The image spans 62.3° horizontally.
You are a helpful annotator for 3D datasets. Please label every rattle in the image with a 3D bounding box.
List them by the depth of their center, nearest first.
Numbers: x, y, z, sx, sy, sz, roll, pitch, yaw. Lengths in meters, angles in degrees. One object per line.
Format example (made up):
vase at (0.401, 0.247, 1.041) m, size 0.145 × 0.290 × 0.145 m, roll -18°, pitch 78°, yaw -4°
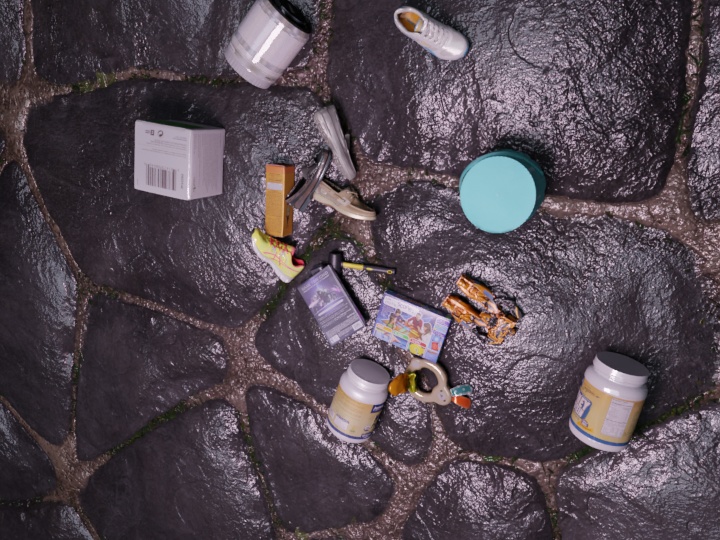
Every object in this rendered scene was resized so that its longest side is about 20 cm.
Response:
rattle at (0.196, 0.325, 1.608) m, size 0.199 × 0.143 × 0.131 m, roll 35°, pitch 97°, yaw 17°

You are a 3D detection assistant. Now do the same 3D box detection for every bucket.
bucket at (0.335, -0.188, 1.424) m, size 0.205 × 0.135 × 0.210 m, roll 5°, pitch 104°, yaw 20°

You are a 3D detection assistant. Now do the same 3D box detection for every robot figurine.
robot figurine at (0.317, 0.109, 1.545) m, size 0.199 × 0.058 × 0.146 m, roll 37°, pitch 114°, yaw 11°

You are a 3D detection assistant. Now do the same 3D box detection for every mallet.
mallet at (0.000, 0.000, 1.666) m, size 0.198 × 0.041 × 0.067 m, roll 16°, pitch 109°, yaw 14°

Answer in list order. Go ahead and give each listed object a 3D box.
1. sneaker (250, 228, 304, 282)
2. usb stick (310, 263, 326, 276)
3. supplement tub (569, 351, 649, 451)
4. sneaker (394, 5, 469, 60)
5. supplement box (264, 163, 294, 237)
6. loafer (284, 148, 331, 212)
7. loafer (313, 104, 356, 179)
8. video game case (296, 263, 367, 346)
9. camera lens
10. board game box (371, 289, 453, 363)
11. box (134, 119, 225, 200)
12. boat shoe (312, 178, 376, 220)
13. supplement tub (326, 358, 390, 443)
sneaker at (-0.234, -0.057, 1.701) m, size 0.090 × 0.079 × 0.200 m, roll -28°, pitch 127°, yaw 19°
usb stick at (-0.086, 0.077, 1.719) m, size 0.055 × 0.033 × 0.202 m, roll -21°, pitch 94°, yaw 27°
supplement tub at (0.597, 0.313, 1.431) m, size 0.143 × 0.144 × 0.202 m, roll 17°, pitch 108°, yaw 18°
sneaker at (0.167, -0.568, 1.434) m, size 0.199 × 0.081 × 0.077 m, roll 31°, pitch 110°, yaw 12°
supplement box at (-0.230, -0.200, 1.694) m, size 0.068 × 0.066 × 0.203 m, roll 7°, pitch 105°, yaw 21°
loafer at (-0.143, -0.245, 1.607) m, size 0.062 × 0.072 × 0.201 m, roll 21°, pitch 125°, yaw -17°
loafer at (-0.054, -0.341, 1.586) m, size 0.069 × 0.070 × 0.202 m, roll -30°, pitch 109°, yaw -14°
video game case at (-0.083, 0.101, 1.695) m, size 0.142 × 0.019 × 0.201 m, roll -33°, pitch 87°, yaw 34°
camera lens at (-0.239, -0.600, 1.550) m, size 0.160 × 0.160 × 0.200 m, roll 49°, pitch 115°, yaw 5°
board game box at (0.141, 0.152, 1.641) m, size 0.198 × 0.034 × 0.137 m, roll 23°, pitch 110°, yaw 16°
box at (-0.521, -0.324, 1.726) m, size 0.197 × 0.171 × 0.202 m, roll 13°, pitch 107°, yaw 19°
boat shoe at (-0.040, -0.193, 1.616) m, size 0.199 × 0.072 × 0.066 m, roll 27°, pitch 110°, yaw 22°
supplement tub at (-0.004, 0.369, 1.693) m, size 0.143 × 0.144 × 0.202 m, roll 26°, pitch 111°, yaw 15°
